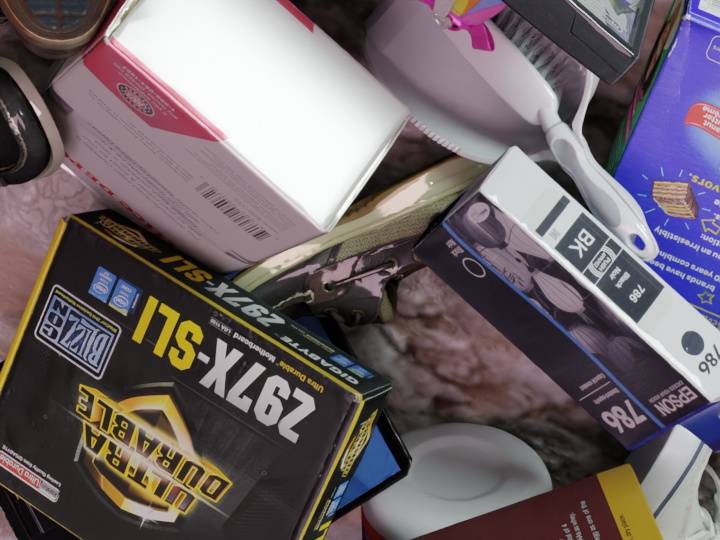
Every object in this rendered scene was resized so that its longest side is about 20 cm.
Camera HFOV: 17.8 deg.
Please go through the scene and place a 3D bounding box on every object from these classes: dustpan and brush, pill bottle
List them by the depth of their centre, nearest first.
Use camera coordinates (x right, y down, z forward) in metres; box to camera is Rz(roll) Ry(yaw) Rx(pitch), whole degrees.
[{"bbox_3d":[0.091,-0.088,1.172,0.200,0.057,0.140,49,123,6],"label":"dustpan and brush"},{"bbox_3d":[0.057,0.198,1.364,0.111,0.113,0.201,5,122,11],"label":"pill bottle"}]

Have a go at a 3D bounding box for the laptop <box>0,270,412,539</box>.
[{"bbox_3d":[-0.105,0.091,1.301,0.178,0.199,0.103,61,158,9],"label":"laptop"}]

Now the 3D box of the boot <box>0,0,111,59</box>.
[{"bbox_3d":[-0.163,-0.145,1.169,0.074,0.201,0.097,1,131,-15],"label":"boot"}]

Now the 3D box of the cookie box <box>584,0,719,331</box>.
[{"bbox_3d":[0.211,-0.035,1.203,0.170,0.075,0.201,23,123,2],"label":"cookie box"}]

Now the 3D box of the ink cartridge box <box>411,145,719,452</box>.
[{"bbox_3d":[0.124,0.029,1.174,0.200,0.039,0.099,41,153,-3],"label":"ink cartridge box"}]

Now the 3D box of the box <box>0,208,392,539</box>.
[{"bbox_3d":[-0.100,0.083,1.233,0.199,0.049,0.161,31,108,19],"label":"box"}]

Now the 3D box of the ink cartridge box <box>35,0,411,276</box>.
[{"bbox_3d":[-0.083,-0.080,1.186,0.146,0.083,0.200,40,161,-12],"label":"ink cartridge box"}]

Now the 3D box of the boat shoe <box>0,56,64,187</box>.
[{"bbox_3d":[-0.216,-0.066,1.236,0.200,0.067,0.072,-6,116,60],"label":"boat shoe"}]

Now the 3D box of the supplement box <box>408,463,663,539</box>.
[{"bbox_3d":[0.088,0.239,1.210,0.199,0.198,0.133,-19,123,1],"label":"supplement box"}]

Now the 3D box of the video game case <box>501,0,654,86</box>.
[{"bbox_3d":[0.062,-0.197,1.076,0.200,0.181,0.026,38,125,-10],"label":"video game case"}]

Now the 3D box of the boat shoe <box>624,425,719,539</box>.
[{"bbox_3d":[0.182,0.159,1.332,0.086,0.075,0.203,22,126,1],"label":"boat shoe"}]

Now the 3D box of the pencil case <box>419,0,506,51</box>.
[{"bbox_3d":[-0.003,-0.181,1.089,0.199,0.089,0.088,24,127,-27],"label":"pencil case"}]

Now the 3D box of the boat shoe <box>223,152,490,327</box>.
[{"bbox_3d":[0.000,0.000,1.252,0.199,0.073,0.065,-30,87,13],"label":"boat shoe"}]
